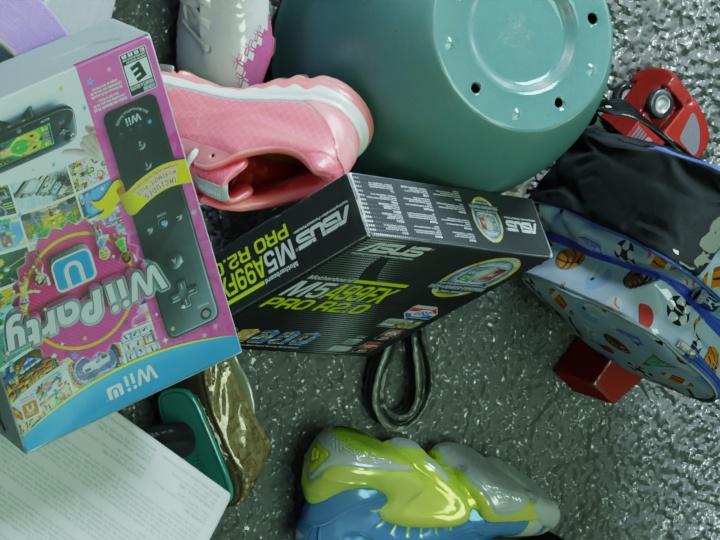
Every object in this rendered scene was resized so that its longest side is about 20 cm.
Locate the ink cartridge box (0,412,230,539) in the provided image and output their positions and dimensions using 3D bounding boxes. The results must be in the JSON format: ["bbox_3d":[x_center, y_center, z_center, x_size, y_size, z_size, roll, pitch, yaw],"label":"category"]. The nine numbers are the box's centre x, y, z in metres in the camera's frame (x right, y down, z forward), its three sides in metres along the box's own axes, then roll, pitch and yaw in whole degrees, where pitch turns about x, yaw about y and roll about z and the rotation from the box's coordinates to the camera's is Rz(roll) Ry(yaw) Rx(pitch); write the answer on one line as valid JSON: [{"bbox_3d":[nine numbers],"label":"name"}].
[{"bbox_3d":[-0.187,0.169,1.620,0.160,0.047,0.200,37,59,-14],"label":"ink cartridge box"}]

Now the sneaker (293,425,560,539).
[{"bbox_3d":[0.037,0.170,1.879,0.199,0.076,0.105,17,105,-28],"label":"sneaker"}]

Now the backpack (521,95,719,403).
[{"bbox_3d":[0.216,0.000,1.824,0.190,0.200,0.155,31,91,-39],"label":"backpack"}]

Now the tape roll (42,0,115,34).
[{"bbox_3d":[-0.244,-0.178,1.640,0.199,0.066,0.201,-7,103,-29],"label":"tape roll"}]

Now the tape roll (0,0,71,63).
[{"bbox_3d":[-0.255,-0.081,1.576,0.199,0.066,0.201,-8,106,-29],"label":"tape roll"}]

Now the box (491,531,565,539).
[{"bbox_3d":[0.073,0.235,1.849,0.199,0.161,0.049,-17,108,-26],"label":"box"}]

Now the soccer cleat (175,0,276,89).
[{"bbox_3d":[-0.092,-0.191,1.715,0.086,0.070,0.201,4,96,-57],"label":"soccer cleat"}]

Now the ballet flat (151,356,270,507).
[{"bbox_3d":[-0.109,0.055,1.775,0.065,0.070,0.201,-43,124,-47],"label":"ballet flat"}]

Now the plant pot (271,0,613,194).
[{"bbox_3d":[0.066,-0.138,1.749,0.200,0.161,0.202,2,85,-25],"label":"plant pot"}]

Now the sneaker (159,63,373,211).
[{"bbox_3d":[-0.096,-0.075,1.685,0.199,0.087,0.074,-2,125,13],"label":"sneaker"}]

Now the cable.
[{"bbox_3d":[0.044,0.008,1.853,0.097,0.050,0.201,24,86,-34],"label":"cable"}]

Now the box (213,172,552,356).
[{"bbox_3d":[0.000,0.000,1.732,0.200,0.160,0.044,6,61,-54],"label":"box"}]

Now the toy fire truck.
[{"bbox_3d":[0.187,-0.025,1.934,0.200,0.049,0.141,-51,120,-14],"label":"toy fire truck"}]

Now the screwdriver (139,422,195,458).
[{"bbox_3d":[-0.177,0.123,1.689,0.199,0.028,0.029,-17,82,-45],"label":"screwdriver"}]

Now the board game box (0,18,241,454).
[{"bbox_3d":[-0.165,-0.021,1.571,0.147,0.064,0.201,-25,116,-22],"label":"board game box"}]
